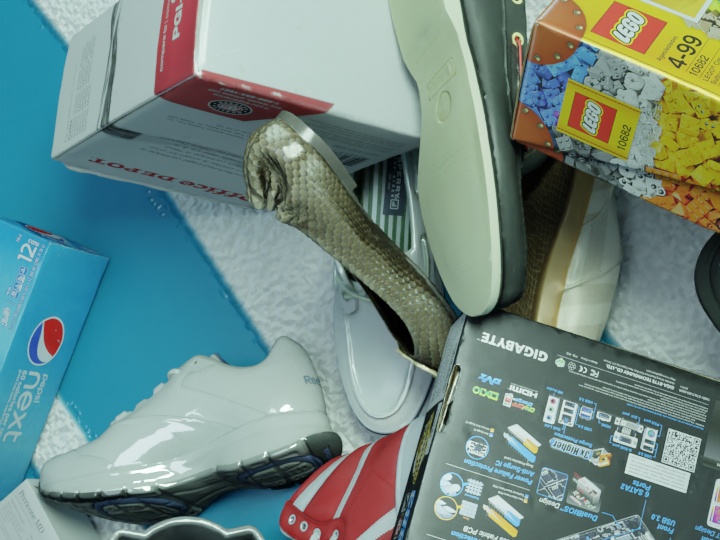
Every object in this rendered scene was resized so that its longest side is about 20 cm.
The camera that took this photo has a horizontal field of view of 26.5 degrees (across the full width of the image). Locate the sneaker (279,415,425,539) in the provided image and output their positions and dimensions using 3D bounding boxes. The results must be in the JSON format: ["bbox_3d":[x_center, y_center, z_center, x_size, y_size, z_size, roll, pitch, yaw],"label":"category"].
[{"bbox_3d":[0.003,0.176,0.830,0.112,0.071,0.200,-24,38,41],"label":"sneaker"}]

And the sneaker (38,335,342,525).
[{"bbox_3d":[-0.106,0.101,0.938,0.200,0.075,0.087,-16,64,15],"label":"sneaker"}]

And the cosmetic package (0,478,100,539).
[{"bbox_3d":[-0.175,0.234,0.949,0.083,0.051,0.200,-40,68,16],"label":"cosmetic package"}]

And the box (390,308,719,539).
[{"bbox_3d":[0.117,0.139,0.758,0.200,0.050,0.199,18,73,-4],"label":"box"}]

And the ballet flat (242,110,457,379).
[{"bbox_3d":[0.000,0.000,0.801,0.046,0.200,0.067,-46,36,-11],"label":"ballet flat"}]

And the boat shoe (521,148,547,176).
[{"bbox_3d":[0.052,-0.129,0.886,0.060,0.072,0.202,-31,57,7],"label":"boat shoe"}]

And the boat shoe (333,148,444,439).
[{"bbox_3d":[0.009,-0.002,0.893,0.073,0.067,0.201,-5,80,24],"label":"boat shoe"}]

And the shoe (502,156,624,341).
[{"bbox_3d":[0.109,0.004,0.860,0.070,0.053,0.201,3,77,59],"label":"shoe"}]

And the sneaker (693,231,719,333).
[{"bbox_3d":[0.247,0.053,0.737,0.200,0.079,0.075,40,79,-3],"label":"sneaker"}]

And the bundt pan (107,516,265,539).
[{"bbox_3d":[-0.097,0.246,0.860,0.201,0.076,0.202,3,60,-6],"label":"bundt pan"}]

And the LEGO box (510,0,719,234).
[{"bbox_3d":[0.185,-0.115,0.736,0.149,0.077,0.200,26,51,16],"label":"LEGO box"}]

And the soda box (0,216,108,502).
[{"bbox_3d":[-0.240,0.069,0.995,0.064,0.068,0.200,23,92,26],"label":"soda box"}]

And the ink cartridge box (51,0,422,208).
[{"bbox_3d":[-0.067,-0.104,0.853,0.200,0.146,0.083,-15,67,57],"label":"ink cartridge box"}]

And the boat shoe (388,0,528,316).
[{"bbox_3d":[0.061,-0.078,0.764,0.074,0.063,0.202,-30,65,61],"label":"boat shoe"}]
